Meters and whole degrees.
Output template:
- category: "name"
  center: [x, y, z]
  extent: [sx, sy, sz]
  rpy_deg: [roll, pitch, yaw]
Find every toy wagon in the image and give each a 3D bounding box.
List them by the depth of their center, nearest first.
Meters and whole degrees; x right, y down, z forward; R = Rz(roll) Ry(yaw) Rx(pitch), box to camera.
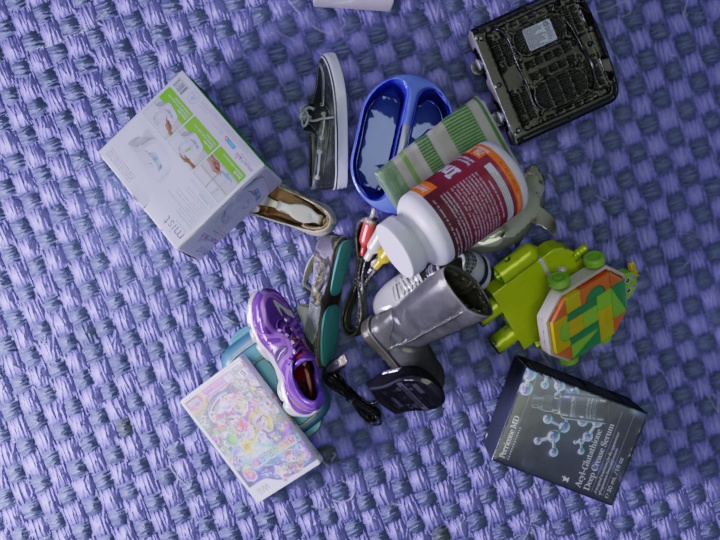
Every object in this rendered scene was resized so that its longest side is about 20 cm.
- category: "toy wagon"
  center: [0.348, 0.048, 1.410]
  extent: [0.198, 0.040, 0.157]
  rpy_deg: [-28, 125, -19]

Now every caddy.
- category: "caddy"
  center: [0.061, -0.185, 1.393]
  extent: [0.139, 0.105, 0.203]
  rpy_deg: [12, 94, -1]

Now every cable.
- category: "cable"
  center: [0.000, 0.000, 1.421]
  extent: [0.097, 0.050, 0.202]
  rpy_deg: [39, 111, 31]

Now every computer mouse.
- category: "computer mouse"
  center: [0.033, 0.158, 1.392]
  extent: [0.140, 0.199, 0.046]
  rpy_deg: [42, 53, -16]

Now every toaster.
- category: "toaster"
  center: [0.269, -0.302, 1.381]
  extent: [0.198, 0.119, 0.183]
  rpy_deg: [-24, 95, 1]

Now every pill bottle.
- category: "pill bottle"
  center: [0.124, -0.081, 1.299]
  extent: [0.199, 0.113, 0.114]
  rpy_deg: [-35, 94, -14]

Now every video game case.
- category: "video game case"
  center: [-0.167, 0.243, 1.439]
  extent: [0.143, 0.018, 0.201]
  rpy_deg: [-35, 94, 26]

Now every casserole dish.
- category: "casserole dish"
  center: [-0.131, 0.176, 1.453]
  extent: [0.120, 0.039, 0.201]
  rpy_deg: [-35, 95, 2]

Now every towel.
- category: "towel"
  center: [0.132, -0.138, 1.367]
  extent: [0.199, 0.023, 0.153]
  rpy_deg: [-38, 111, -12]

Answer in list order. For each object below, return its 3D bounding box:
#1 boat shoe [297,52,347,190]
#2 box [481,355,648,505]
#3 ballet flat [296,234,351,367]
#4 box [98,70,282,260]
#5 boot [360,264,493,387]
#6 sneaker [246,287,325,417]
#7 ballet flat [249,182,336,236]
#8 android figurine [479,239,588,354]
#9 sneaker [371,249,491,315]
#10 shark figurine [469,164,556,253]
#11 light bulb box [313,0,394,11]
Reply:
- category: "boat shoe"
  center: [-0.059, -0.221, 1.407]
  extent: [0.067, 0.074, 0.203]
  rpy_deg: [-5, 104, -15]
- category: "box"
  center: [0.306, 0.238, 1.427]
  extent: [0.197, 0.107, 0.150]
  rpy_deg: [20, 94, -1]
- category: "ballet flat"
  center: [-0.061, 0.043, 1.437]
  extent: [0.071, 0.072, 0.204]
  rpy_deg: [10, 94, -1]
- category: "box"
  center: [-0.247, -0.150, 1.370]
  extent: [0.176, 0.097, 0.200]
  rpy_deg: [-44, 75, 3]
- category: "boot"
  center: [0.117, 0.089, 1.369]
  extent: [0.181, 0.073, 0.199]
  rpy_deg: [39, 130, -23]
- category: "sneaker"
  center: [-0.099, 0.114, 1.394]
  extent: [0.080, 0.083, 0.202]
  rpy_deg: [-22, 84, -31]
- category: "ballet flat"
  center: [-0.128, -0.105, 1.419]
  extent: [0.197, 0.062, 0.068]
  rpy_deg: [17, 94, -1]
- category: "android figurine"
  center: [0.268, 0.037, 1.419]
  extent: [0.199, 0.041, 0.183]
  rpy_deg: [-33, 121, -1]
- category: "sneaker"
  center: [0.092, 0.018, 1.393]
  extent: [0.198, 0.080, 0.077]
  rpy_deg: [-27, 70, 26]
- category: "shark figurine"
  center: [0.210, -0.053, 1.424]
  extent: [0.213, 0.090, 0.129]
  rpy_deg: [-31, 60, -6]
- category: "light bulb box"
  center: [-0.002, -0.487, 1.325]
  extent: [0.123, 0.198, 0.203]
  rpy_deg: [3, 93, -3]
